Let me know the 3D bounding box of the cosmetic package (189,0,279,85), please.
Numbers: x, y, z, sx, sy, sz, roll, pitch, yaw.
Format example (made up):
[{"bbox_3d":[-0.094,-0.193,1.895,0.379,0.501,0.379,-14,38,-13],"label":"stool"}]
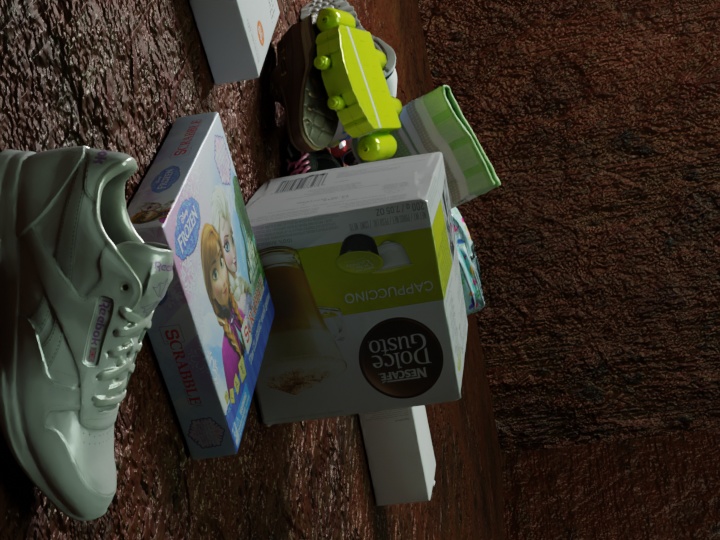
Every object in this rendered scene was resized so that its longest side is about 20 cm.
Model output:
[{"bbox_3d":[-0.132,-0.304,1.066,0.152,0.051,0.203,-80,159,-53],"label":"cosmetic package"}]

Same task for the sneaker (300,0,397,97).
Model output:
[{"bbox_3d":[-0.018,-0.294,1.507,0.201,0.076,0.081,54,-9,34],"label":"sneaker"}]

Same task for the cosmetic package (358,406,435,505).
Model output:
[{"bbox_3d":[0.050,0.216,1.583,0.108,0.083,0.204,-63,144,-72],"label":"cosmetic package"}]

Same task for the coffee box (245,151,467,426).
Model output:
[{"bbox_3d":[-0.004,0.014,1.111,0.200,0.196,0.201,-69,149,-71],"label":"coffee box"}]

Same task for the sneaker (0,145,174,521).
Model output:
[{"bbox_3d":[-0.145,0.033,0.594,0.075,0.098,0.204,-34,117,-81],"label":"sneaker"}]

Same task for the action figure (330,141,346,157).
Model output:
[{"bbox_3d":[-0.015,-0.256,1.567,0.065,0.097,0.204,57,29,-71],"label":"action figure"}]

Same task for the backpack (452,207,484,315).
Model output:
[{"bbox_3d":[0.103,-0.011,1.809,0.151,0.174,0.203,-84,160,-70],"label":"backpack"}]

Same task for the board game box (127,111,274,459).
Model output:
[{"bbox_3d":[-0.124,0.007,0.892,0.201,0.040,0.202,-81,161,-58],"label":"board game box"}]

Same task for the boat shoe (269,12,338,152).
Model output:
[{"bbox_3d":[-0.068,-0.208,1.285,0.072,0.067,0.203,47,32,-43],"label":"boat shoe"}]

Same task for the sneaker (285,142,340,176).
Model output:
[{"bbox_3d":[-0.062,-0.101,1.295,0.096,0.078,0.200,57,16,-12],"label":"sneaker"}]

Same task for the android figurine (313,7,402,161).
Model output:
[{"bbox_3d":[-0.004,-0.217,1.298,0.185,0.040,0.200,71,21,-3],"label":"android figurine"}]

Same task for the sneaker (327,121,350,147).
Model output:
[{"bbox_3d":[-0.009,-0.201,1.399,0.200,0.103,0.077,-137,-146,-79],"label":"sneaker"}]

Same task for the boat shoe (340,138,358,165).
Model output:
[{"bbox_3d":[0.022,-0.162,1.601,0.199,0.070,0.069,165,-82,-68],"label":"boat shoe"}]

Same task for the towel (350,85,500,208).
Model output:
[{"bbox_3d":[0.078,-0.140,1.453,0.031,0.199,0.151,-37,98,-38],"label":"towel"}]
